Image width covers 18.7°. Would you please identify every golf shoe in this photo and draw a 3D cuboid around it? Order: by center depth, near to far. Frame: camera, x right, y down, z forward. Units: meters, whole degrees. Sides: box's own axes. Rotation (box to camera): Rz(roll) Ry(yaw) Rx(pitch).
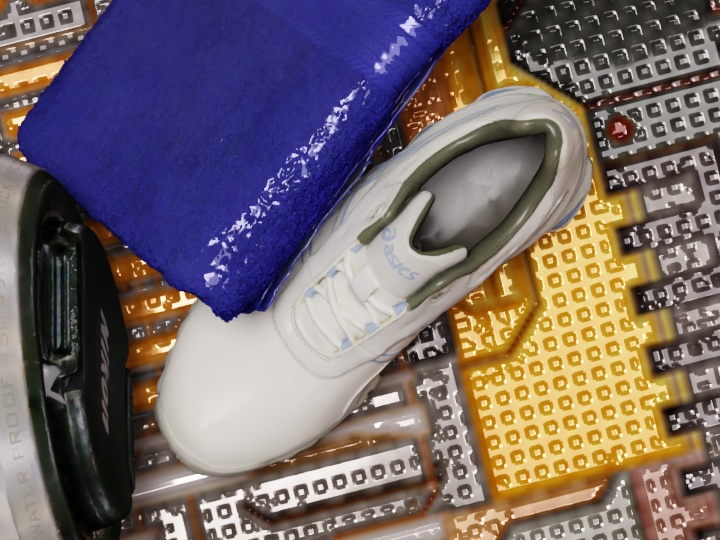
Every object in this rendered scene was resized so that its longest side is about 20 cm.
[{"bbox_3d":[0.000,0.000,0.811,0.200,0.097,0.078,-42,88,0],"label":"golf shoe"}]

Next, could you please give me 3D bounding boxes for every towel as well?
[{"bbox_3d":[-0.028,-0.088,0.821,0.200,0.050,0.147,-51,49,-3],"label":"towel"}]

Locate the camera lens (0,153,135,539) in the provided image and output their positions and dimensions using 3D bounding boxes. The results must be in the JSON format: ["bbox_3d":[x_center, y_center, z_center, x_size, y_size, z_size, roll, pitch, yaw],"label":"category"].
[{"bbox_3d":[-0.186,0.049,0.775,0.198,0.160,0.162,-8,86,4],"label":"camera lens"}]
